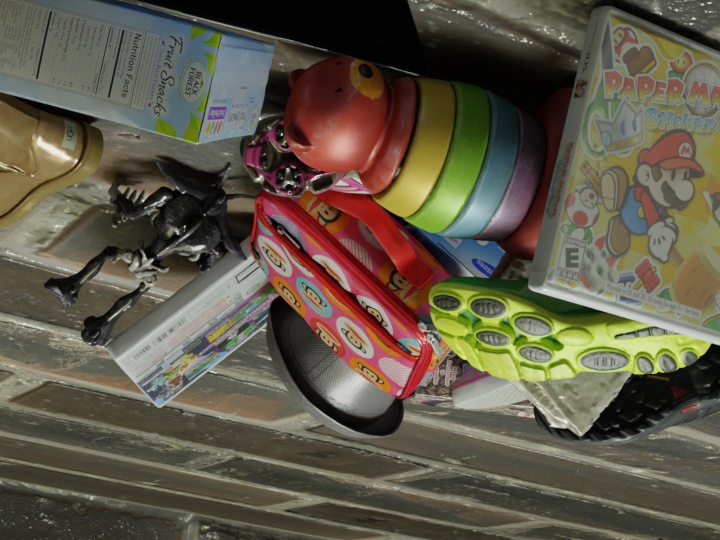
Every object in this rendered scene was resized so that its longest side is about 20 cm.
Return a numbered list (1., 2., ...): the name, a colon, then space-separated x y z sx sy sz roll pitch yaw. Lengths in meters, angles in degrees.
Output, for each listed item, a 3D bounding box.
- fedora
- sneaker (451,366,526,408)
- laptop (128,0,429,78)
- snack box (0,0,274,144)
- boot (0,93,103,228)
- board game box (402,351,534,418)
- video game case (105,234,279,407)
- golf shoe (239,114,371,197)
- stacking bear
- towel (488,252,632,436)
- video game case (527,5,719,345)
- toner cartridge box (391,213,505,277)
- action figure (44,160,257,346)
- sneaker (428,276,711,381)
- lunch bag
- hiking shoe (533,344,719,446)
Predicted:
1. fedora: -0.001 0.072 1.332 0.090 0.177 0.200 -42 165 26
2. sneaker: 0.169 0.058 1.310 0.199 0.105 0.075 -26 157 20
3. laptop: -0.077 -0.147 0.799 0.186 0.117 0.200 12 160 -17
4. snack box: -0.164 -0.130 0.804 0.198 0.068 0.169 14 -171 5
5. boot: -0.327 -0.111 1.065 0.174 0.067 0.199 -25 147 34
6. board game box: 0.150 0.099 1.433 0.198 0.098 0.159 7 171 -2
7. video game case: -0.142 0.044 1.321 0.200 0.023 0.182 -38 162 -9
8. golf shoe: 0.009 -0.092 1.032 0.198 0.073 0.092 5 -168 -10
9. stacking bear: 0.043 -0.087 0.934 0.198 0.122 0.114 18 143 -17
10. towel: 0.176 0.011 1.015 0.132 0.200 0.034 43 174 -9
11. video game case: 0.213 -0.053 0.888 0.199 0.184 0.023 15 176 -26
12. toner cartridge box: 0.059 -0.008 1.173 0.095 0.043 0.200 40 162 -8
13. action figure: -0.181 -0.028 1.200 0.199 0.102 0.119 -38 115 7
14. sneaker: 0.146 0.030 0.962 0.198 0.084 0.075 3 125 2
15. lunch bag: 0.000 0.000 1.120 0.200 0.082 0.176 43 157 11
16. hiking shoe: 0.244 0.106 1.120 0.198 0.076 0.101 -14 159 14
